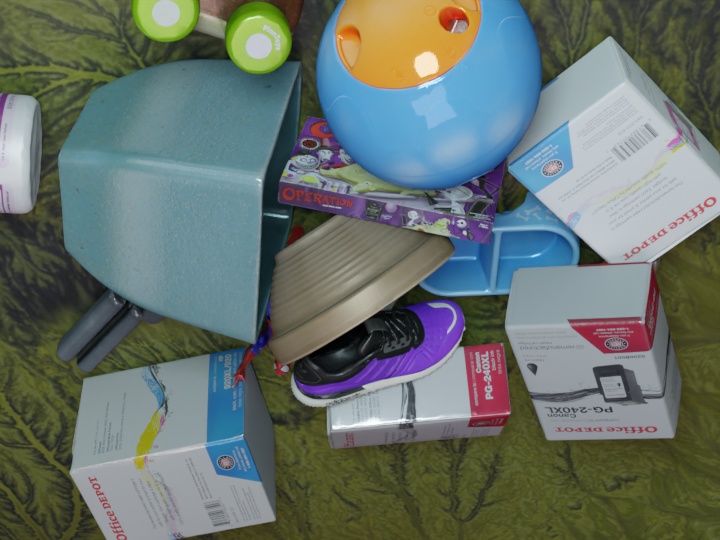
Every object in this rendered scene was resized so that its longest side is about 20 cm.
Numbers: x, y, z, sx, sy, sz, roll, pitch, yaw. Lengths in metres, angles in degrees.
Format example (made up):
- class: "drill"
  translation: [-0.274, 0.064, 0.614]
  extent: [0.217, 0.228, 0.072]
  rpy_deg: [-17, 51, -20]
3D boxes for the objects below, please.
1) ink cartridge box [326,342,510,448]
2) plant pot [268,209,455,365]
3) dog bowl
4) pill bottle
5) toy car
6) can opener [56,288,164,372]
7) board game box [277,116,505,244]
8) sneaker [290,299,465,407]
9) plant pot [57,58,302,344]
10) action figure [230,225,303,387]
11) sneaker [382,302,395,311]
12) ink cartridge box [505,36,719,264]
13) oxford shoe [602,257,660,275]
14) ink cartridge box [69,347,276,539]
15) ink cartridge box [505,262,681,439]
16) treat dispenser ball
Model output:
- class: "ink cartridge box"
  translation: [0.060, 0.142, 1.458]
  extent: [0.198, 0.084, 0.145]
  rpy_deg: [-5, 165, -1]
- class: "plant pot"
  translation: [-0.016, -0.003, 1.237]
  extent: [0.200, 0.201, 0.093]
  rpy_deg: [-32, 94, 21]
- class: "dog bowl"
  translation: [0.139, -0.024, 1.385]
  extent: [0.198, 0.050, 0.112]
  rpy_deg: [-2, 131, -3]
- class: "pill bottle"
  translation: [-0.403, -0.114, 1.221]
  extent: [0.198, 0.113, 0.113]
  rpy_deg: [4, 130, -8]
- class: "toy car"
  translation: [-0.098, -0.294, 1.070]
  extent: [0.156, 0.165, 0.201]
  rpy_deg: [17, 118, -18]
- class: "can opener"
  translation: [-0.256, 0.050, 1.403]
  extent: [0.053, 0.067, 0.200]
  rpy_deg: [32, 121, -27]
- class: "board game box"
  translation: [0.032, -0.086, 1.223]
  extent: [0.198, 0.120, 0.033]
  rpy_deg: [11, 124, 5]
- class: "sneaker"
  translation: [0.022, 0.074, 1.350]
  extent: [0.199, 0.070, 0.100]
  rpy_deg: [-23, 153, -14]
- class: "plant pot"
  translation: [-0.171, -0.079, 1.228]
  extent: [0.198, 0.197, 0.197]
  rpy_deg: [9, 131, 4]
- class: "action figure"
  translation: [-0.095, 0.055, 1.401]
  extent: [0.065, 0.099, 0.201]
  rpy_deg: [12, 135, 13]
- class: "sneaker"
  translation: [0.000, 0.000, 1.370]
  extent: [0.084, 0.075, 0.201]
  rpy_deg: [2, 132, -26]
- class: "ink cartridge box"
  translation: [0.256, -0.108, 1.300]
  extent: [0.144, 0.085, 0.200]
  rpy_deg: [-36, 123, 25]
- class: "oxford shoe"
  translation: [0.301, 0.034, 1.441]
  extent: [0.072, 0.072, 0.201]
  rpy_deg: [0, 141, -10]
- class: "ink cartridge box"
  translation: [-0.208, 0.202, 1.485]
  extent: [0.198, 0.145, 0.148]
  rpy_deg: [-11, 130, 5]
- class: "ink cartridge box"
  translation: [0.248, 0.090, 1.376]
  extent: [0.144, 0.084, 0.201]
  rpy_deg: [-4, 137, 22]
- class: "treat dispenser ball"
  translation: [0.060, -0.172, 1.149]
  extent: [0.198, 0.202, 0.202]
  rpy_deg: [-2, 131, -3]
